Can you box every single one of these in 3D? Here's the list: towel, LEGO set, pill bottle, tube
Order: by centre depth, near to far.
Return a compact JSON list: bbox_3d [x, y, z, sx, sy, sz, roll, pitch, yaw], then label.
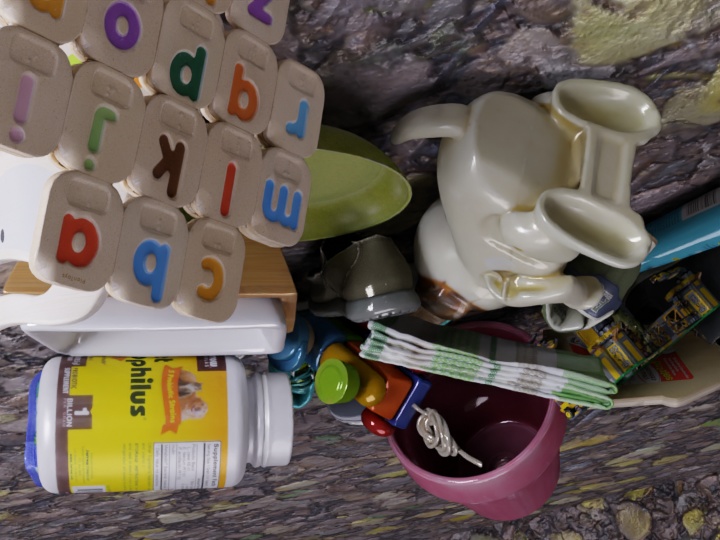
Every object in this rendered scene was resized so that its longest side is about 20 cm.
[{"bbox_3d":[-0.158,0.124,0.813,0.198,0.110,0.109,0,156,-13],"label":"pill bottle"},{"bbox_3d":[0.105,0.064,0.814,0.198,0.031,0.149,12,-171,6],"label":"towel"},{"bbox_3d":[0.274,-0.023,0.935,0.199,0.051,0.077,-27,176,37],"label":"tube"},{"bbox_3d":[0.238,0.047,0.967,0.199,0.116,0.154,-29,162,-29],"label":"LEGO set"}]

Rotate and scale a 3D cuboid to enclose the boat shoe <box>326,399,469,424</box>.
[{"bbox_3d":[0.060,0.167,1.253,0.200,0.075,0.086,-9,157,2],"label":"boat shoe"}]

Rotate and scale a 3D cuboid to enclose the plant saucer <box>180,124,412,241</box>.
[{"bbox_3d":[-0.064,-0.061,0.685,0.198,0.031,0.200,-2,165,-1],"label":"plant saucer"}]

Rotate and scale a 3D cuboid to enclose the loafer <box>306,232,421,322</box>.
[{"bbox_3d":[0.000,0.000,0.815,0.075,0.070,0.200,-10,-177,-17],"label":"loafer"}]

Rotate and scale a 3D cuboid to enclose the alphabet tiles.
[{"bbox_3d":[-0.089,-0.080,0.470,0.015,0.197,0.199,1,169,37],"label":"alphabet tiles"}]

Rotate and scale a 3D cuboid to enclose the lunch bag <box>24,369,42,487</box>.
[{"bbox_3d":[-0.228,0.147,0.953,0.169,0.129,0.200,-6,-173,-12],"label":"lunch bag"}]

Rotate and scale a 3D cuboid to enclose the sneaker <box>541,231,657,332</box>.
[{"bbox_3d":[0.181,0.010,0.855,0.067,0.090,0.200,32,171,-3],"label":"sneaker"}]

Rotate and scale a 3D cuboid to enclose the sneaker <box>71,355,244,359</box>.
[{"bbox_3d":[-0.173,0.050,0.872,0.199,0.075,0.100,-15,158,10],"label":"sneaker"}]

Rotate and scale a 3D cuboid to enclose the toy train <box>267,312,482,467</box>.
[{"bbox_3d":[0.009,0.102,0.853,0.115,0.200,0.085,15,108,-51],"label":"toy train"}]

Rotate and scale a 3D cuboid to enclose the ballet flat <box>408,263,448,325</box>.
[{"bbox_3d":[0.034,0.031,0.954,0.072,0.068,0.200,26,146,-25],"label":"ballet flat"}]

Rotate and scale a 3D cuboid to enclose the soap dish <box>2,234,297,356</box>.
[{"bbox_3d":[-0.148,0.016,0.743,0.198,0.082,0.157,1,167,-5],"label":"soap dish"}]

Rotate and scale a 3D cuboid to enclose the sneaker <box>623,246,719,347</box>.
[{"bbox_3d":[0.346,0.043,1.045,0.074,0.107,0.200,-4,158,-15],"label":"sneaker"}]

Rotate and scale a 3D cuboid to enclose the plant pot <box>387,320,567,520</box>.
[{"bbox_3d":[0.145,0.187,1.119,0.199,0.201,0.179,-16,139,13],"label":"plant pot"}]

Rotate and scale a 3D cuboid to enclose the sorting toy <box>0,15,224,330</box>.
[{"bbox_3d":[-0.174,-0.040,0.512,0.199,0.181,0.107,-23,149,32],"label":"sorting toy"}]

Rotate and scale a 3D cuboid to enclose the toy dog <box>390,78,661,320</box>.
[{"bbox_3d":[0.103,-0.033,0.728,0.192,0.141,0.200,8,154,-10],"label":"toy dog"}]

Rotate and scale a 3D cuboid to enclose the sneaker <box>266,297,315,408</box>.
[{"bbox_3d":[-0.062,0.081,0.989,0.077,0.080,0.200,-8,157,-5],"label":"sneaker"}]

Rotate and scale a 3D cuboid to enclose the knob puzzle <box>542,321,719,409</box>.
[{"bbox_3d":[0.312,0.104,1.073,0.218,0.031,0.220,-5,-160,2],"label":"knob puzzle"}]
